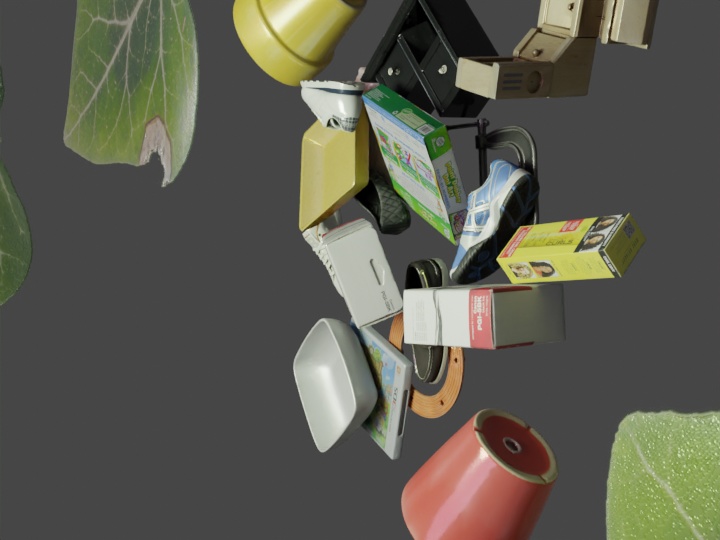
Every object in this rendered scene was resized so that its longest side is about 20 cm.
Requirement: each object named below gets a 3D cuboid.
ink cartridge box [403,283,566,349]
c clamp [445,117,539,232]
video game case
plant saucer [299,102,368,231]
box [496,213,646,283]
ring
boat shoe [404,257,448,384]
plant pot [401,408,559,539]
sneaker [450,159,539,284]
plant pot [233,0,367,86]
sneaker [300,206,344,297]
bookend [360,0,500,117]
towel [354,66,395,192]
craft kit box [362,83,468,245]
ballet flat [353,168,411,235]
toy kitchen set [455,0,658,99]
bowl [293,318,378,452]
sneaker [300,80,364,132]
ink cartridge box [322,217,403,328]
[{"bbox_3d":[0.174,0.063,1.369,0.199,0.145,0.085,-2,91,55],"label":"ink cartridge box"},{"bbox_3d":[0.202,-0.133,1.417,0.169,0.027,0.204,-8,86,49],"label":"c clamp"},{"bbox_3d":[0.026,0.205,1.688,0.200,0.022,0.185,38,127,54],"label":"video game case"},{"bbox_3d":[-0.040,-0.189,1.655,0.199,0.048,0.204,-36,48,53],"label":"plant saucer"},{"bbox_3d":[0.276,-0.027,1.265,0.050,0.075,0.199,51,154,-20],"label":"box"},{"bbox_3d":[0.111,0.143,1.582,0.199,0.019,0.205,11,103,56],"label":"ring"},{"bbox_3d":[0.099,0.083,1.523,0.071,0.060,0.205,10,101,54],"label":"boat shoe"},{"bbox_3d":[0.180,0.312,1.365,0.201,0.198,0.179,53,125,38],"label":"plant pot"},{"bbox_3d":[0.185,-0.068,1.377,0.077,0.075,0.202,51,122,40],"label":"sneaker"},{"bbox_3d":[-0.094,-0.464,1.687,0.188,0.199,0.204,-31,68,35],"label":"plant pot"},{"bbox_3d":[-0.065,-0.040,1.766,0.073,0.084,0.203,-39,63,48],"label":"sneaker"},{"bbox_3d":[0.111,-0.297,1.471,0.201,0.091,0.201,-54,51,45],"label":"bookend"},{"bbox_3d":[0.024,-0.224,1.661,0.201,0.032,0.193,52,133,38],"label":"towel"},{"bbox_3d":[0.090,-0.164,1.458,0.200,0.048,0.200,46,160,51],"label":"craft kit box"},{"bbox_3d":[0.021,-0.122,1.598,0.200,0.056,0.068,47,137,51],"label":"ballet flat"},{"bbox_3d":[0.249,-0.316,1.189,0.162,0.178,0.204,31,122,48],"label":"toy kitchen set"},{"bbox_3d":[-0.039,0.202,1.710,0.201,0.073,0.202,-57,47,49],"label":"bowl"},{"bbox_3d":[-0.054,-0.279,1.603,0.200,0.075,0.082,-150,58,-66],"label":"sneaker"},{"bbox_3d":[0.000,0.000,1.553,0.200,0.082,0.149,-126,14,-84],"label":"ink cartridge box"}]
